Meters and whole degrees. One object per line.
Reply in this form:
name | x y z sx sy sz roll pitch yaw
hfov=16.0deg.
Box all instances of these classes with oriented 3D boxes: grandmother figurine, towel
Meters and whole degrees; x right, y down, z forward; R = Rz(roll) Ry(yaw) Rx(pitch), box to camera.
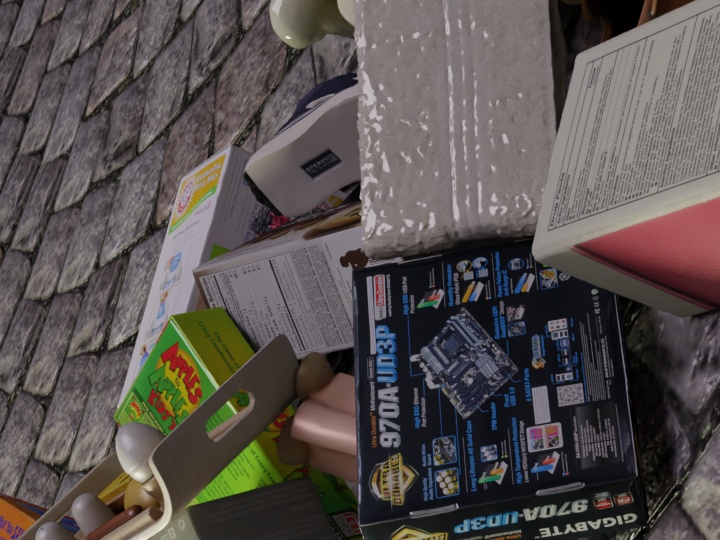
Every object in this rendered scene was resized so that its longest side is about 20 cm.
grandmother figurine | 0.045 0.111 1.513 0.199 0.060 0.122 12 91 33
towel | 0.060 -0.104 1.559 0.132 0.034 0.201 -10 64 18

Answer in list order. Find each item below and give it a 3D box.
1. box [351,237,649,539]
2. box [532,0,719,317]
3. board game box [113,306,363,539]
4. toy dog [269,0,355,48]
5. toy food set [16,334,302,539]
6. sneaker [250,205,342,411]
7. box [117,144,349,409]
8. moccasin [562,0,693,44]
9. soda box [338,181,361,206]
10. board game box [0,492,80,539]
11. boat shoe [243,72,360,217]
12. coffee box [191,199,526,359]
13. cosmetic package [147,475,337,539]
box | 0.077 0.070 1.468 0.046 0.158 0.201 71 -168 -44
box | 0.196 -0.063 1.357 0.200 0.108 0.129 -20 52 62
board game box | -0.076 0.133 1.658 0.200 0.047 0.102 53 130 27
toy dog | 0.058 -0.217 1.703 0.200 0.139 0.195 -2 66 64
toy food set | -0.136 0.119 1.571 0.200 0.061 0.143 -34 7 45
sneaker | -0.039 0.047 1.862 0.081 0.074 0.201 141 132 -67
box | -0.095 0.023 1.950 0.101 0.112 0.201 -27 45 60
moccasin | 0.166 -0.170 1.564 0.074 0.077 0.202 -46 31 48
soda box | 0.034 -0.035 1.771 0.200 0.063 0.071 -46 31 45
board game box | -0.193 0.292 1.813 0.200 0.199 0.201 12 81 67
boat shoe | 0.006 -0.108 1.730 0.199 0.075 0.093 -19 30 45
coffee box | 0.000 0.000 1.672 0.199 0.113 0.080 -15 100 48
cosmetic package | -0.050 0.235 1.538 0.090 0.106 0.201 -34 71 43
